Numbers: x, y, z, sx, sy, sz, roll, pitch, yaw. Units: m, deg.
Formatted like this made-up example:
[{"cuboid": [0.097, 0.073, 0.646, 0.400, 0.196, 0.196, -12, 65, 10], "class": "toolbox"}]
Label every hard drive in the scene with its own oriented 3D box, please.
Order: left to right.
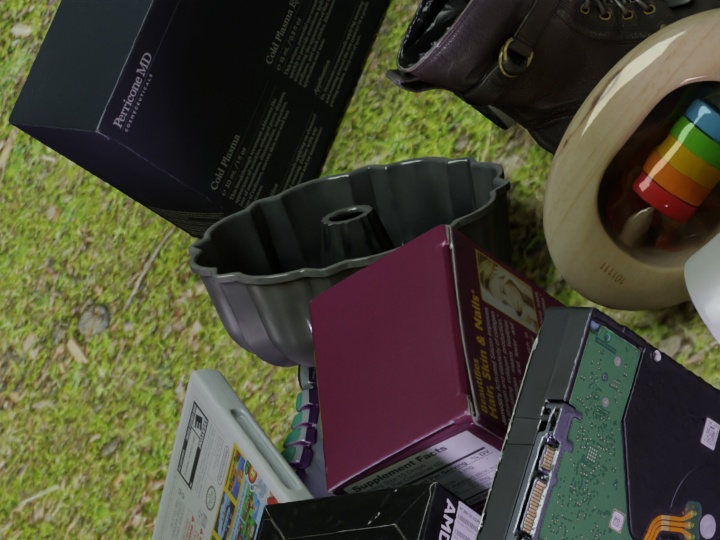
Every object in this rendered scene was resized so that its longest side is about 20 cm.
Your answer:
[{"cuboid": [0.147, 0.120, 1.433, 0.038, 0.200, 0.140, 0, 67, 45], "class": "hard drive"}]

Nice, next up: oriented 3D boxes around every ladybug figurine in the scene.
[{"cuboid": [0.184, -0.069, 1.582, 0.200, 0.136, 0.072, -49, 14, 14], "class": "ladybug figurine"}]

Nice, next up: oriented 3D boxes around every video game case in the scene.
[{"cuboid": [-0.078, 0.190, 1.682, 0.182, 0.023, 0.200, 49, 132, 49], "class": "video game case"}]

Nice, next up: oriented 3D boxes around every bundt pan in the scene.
[{"cuboid": [0.000, 0.000, 1.694, 0.202, 0.076, 0.202, -13, 17, 4], "class": "bundt pan"}]

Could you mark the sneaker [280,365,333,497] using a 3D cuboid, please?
[{"cuboid": [0.002, 0.110, 1.686, 0.087, 0.074, 0.200, -17, 53, 32], "class": "sneaker"}]

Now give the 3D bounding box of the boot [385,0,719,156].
[{"cuboid": [0.124, -0.154, 1.593, 0.200, 0.174, 0.069, -55, 39, 1], "class": "boot"}]

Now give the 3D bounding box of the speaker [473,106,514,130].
[{"cuboid": [0.123, -0.186, 1.700, 0.200, 0.081, 0.081, -49, 40, -1], "class": "speaker"}]

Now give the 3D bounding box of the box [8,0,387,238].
[{"cuboid": [-0.105, -0.144, 1.870, 0.104, 0.182, 0.200, 9, 71, 47], "class": "box"}]

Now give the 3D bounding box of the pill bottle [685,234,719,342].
[{"cuboid": [0.273, -0.027, 1.454, 0.200, 0.114, 0.114, -39, 43, 21], "class": "pill bottle"}]

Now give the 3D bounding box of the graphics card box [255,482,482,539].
[{"cuboid": [0.050, 0.181, 1.492, 0.125, 0.200, 0.051, -11, 55, 41], "class": "graphics card box"}]

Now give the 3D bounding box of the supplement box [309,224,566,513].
[{"cuboid": [0.076, 0.086, 1.525, 0.103, 0.200, 0.131, -29, 46, 28], "class": "supplement box"}]
